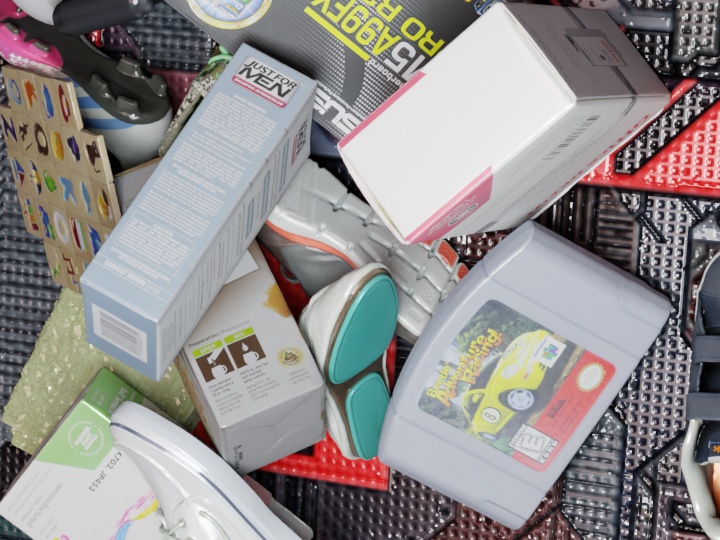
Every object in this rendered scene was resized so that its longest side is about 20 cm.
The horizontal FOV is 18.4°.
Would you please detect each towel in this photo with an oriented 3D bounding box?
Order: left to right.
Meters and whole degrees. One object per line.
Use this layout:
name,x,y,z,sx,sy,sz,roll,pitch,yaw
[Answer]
towel,-0.176,0.076,1.655,0.148,0.036,0.201,31,109,16

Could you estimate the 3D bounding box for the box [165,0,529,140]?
box,-0.013,-0.189,1.472,0.200,0.044,0.160,38,110,-18

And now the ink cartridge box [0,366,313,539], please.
ink cartridge box,-0.146,0.180,1.609,0.200,0.067,0.117,37,108,-6

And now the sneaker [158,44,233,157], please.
sneaker,-0.077,-0.138,1.546,0.077,0.089,0.200,38,117,11

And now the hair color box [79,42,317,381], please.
hair color box,-0.104,-0.038,1.448,0.060,0.099,0.200,29,66,9

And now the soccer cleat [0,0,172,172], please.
soccer cleat,-0.219,-0.139,1.626,0.200,0.070,0.087,39,138,23

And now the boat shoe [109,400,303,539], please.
boat shoe,-0.103,0.174,1.522,0.200,0.074,0.067,41,71,-6

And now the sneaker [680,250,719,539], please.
sneaker,0.252,0.084,1.456,0.078,0.079,0.201,-2,95,23

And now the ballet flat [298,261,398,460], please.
ballet flat,-0.014,0.055,1.525,0.069,0.070,0.200,21,145,19

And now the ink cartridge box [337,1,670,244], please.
ink cartridge box,0.096,-0.095,1.429,0.146,0.200,0.083,-41,78,22

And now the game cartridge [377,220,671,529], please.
game cartridge,0.102,0.071,1.508,0.133,0.041,0.200,28,109,-11

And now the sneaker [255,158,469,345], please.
sneaker,0.000,0.000,1.565,0.200,0.077,0.082,40,142,6

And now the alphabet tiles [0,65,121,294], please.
alphabet tiles,-0.211,-0.060,1.577,0.200,0.006,0.167,19,124,60

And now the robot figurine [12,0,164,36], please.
robot figurine,-0.166,-0.245,1.555,0.199,0.150,0.125,-13,105,23

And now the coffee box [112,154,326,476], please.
coffee box,-0.099,0.027,1.535,0.079,0.114,0.200,-23,69,-11
